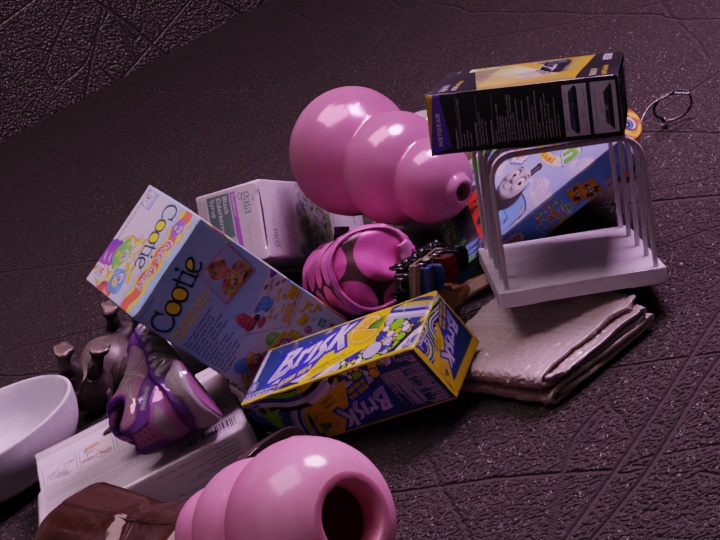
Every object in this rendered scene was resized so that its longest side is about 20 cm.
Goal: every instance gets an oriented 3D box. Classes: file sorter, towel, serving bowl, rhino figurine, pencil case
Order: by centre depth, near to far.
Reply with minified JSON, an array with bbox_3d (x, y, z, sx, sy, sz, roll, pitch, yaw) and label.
[{"bbox_3d":[0.138,0.058,1.618,0.132,0.035,0.199,-35,19,-28],"label":"towel"},{"bbox_3d":[0.170,-0.058,1.662,0.138,0.126,0.200,-8,11,0],"label":"file sorter"},{"bbox_3d":[0.000,0.000,1.817,0.093,0.092,0.200,-12,1,-9],"label":"pencil case"},{"bbox_3d":[-0.357,0.182,1.910,0.199,0.066,0.200,-24,18,8],"label":"serving bowl"},{"bbox_3d":[-0.244,0.074,2.035,0.059,0.088,0.200,19,38,24],"label":"rhino figurine"}]

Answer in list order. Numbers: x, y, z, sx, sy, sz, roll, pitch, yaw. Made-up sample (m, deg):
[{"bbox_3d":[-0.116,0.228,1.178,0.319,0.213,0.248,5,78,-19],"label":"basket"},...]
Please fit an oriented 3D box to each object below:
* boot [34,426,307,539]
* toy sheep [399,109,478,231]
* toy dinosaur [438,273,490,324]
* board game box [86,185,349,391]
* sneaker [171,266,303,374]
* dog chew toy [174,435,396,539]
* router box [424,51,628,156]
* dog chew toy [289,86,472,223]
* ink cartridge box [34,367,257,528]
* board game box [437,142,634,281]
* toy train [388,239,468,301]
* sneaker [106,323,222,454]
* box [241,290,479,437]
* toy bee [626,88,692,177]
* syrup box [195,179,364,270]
[{"bbox_3d":[-0.158,0.187,1.602,0.199,0.065,0.186,-1,32,47],"label":"boot"},{"bbox_3d":[0.078,-0.103,2.008,0.138,0.138,0.200,-37,6,-32],"label":"toy sheep"},{"bbox_3d":[0.081,0.025,1.749,0.199,0.061,0.106,-26,16,2],"label":"toy dinosaur"},{"bbox_3d":[-0.123,0.028,1.723,0.105,0.200,0.103,-55,37,-2],"label":"board game box"},{"bbox_3d":[-0.110,0.052,1.921,0.200,0.072,0.083,-36,21,-28],"label":"sneaker"},{"bbox_3d":[-0.065,0.188,1.411,0.124,0.125,0.199,-40,14,-37],"label":"dog chew toy"},{"bbox_3d":[0.143,-0.141,1.636,0.156,0.053,0.200,-6,10,9],"label":"router box"},{"bbox_3d":[0.025,-0.102,1.871,0.124,0.125,0.199,-37,40,-30],"label":"dog chew toy"},{"bbox_3d":[-0.192,0.170,1.748,0.199,0.045,0.176,-27,18,-3],"label":"ink cartridge box"},{"bbox_3d":[0.159,-0.087,1.844,0.200,0.037,0.152,-39,30,16],"label":"board game box"},{"bbox_3d":[0.063,0.000,1.700,0.045,0.034,0.200,1,8,13],"label":"toy train"},{"bbox_3d":[-0.189,0.109,1.729,0.088,0.081,0.200,-40,19,-3],"label":"sneaker"},{"bbox_3d":[-0.002,0.086,1.632,0.199,0.064,0.070,-20,32,38],"label":"box"},{"bbox_3d":[0.235,-0.144,1.936,0.198,0.131,0.109,-13,44,7],"label":"toy bee"},{"bbox_3d":[-0.077,-0.042,1.992,0.081,0.079,0.199,-14,-7,31],"label":"syrup box"}]
